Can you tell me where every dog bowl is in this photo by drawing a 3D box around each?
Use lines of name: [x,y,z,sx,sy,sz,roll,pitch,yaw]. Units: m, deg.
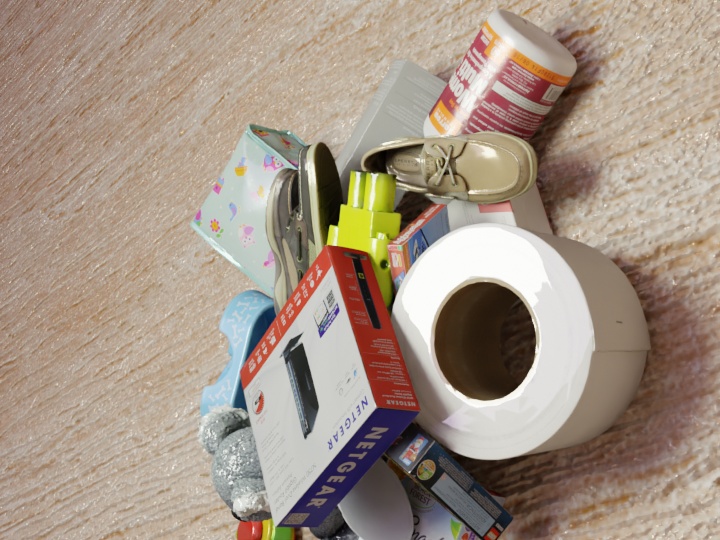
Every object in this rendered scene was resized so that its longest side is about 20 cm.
dog bowl: [-0.139,0.128,1.447,0.049,0.111,0.203,8,81,40]

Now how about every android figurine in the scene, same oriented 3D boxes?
android figurine: [0.000,0.000,1.132,0.182,0.040,0.203,-153,70,-72]

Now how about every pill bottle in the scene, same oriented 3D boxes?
pill bottle: [0.135,-0.167,1.201,0.201,0.109,0.110,-57,38,24]

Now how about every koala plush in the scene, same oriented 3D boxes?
koala plush: [-0.083,0.225,1.242,0.185,0.198,0.178,-56,38,19]

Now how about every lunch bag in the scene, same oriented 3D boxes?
lunch bag: [-0.095,-0.065,1.454,0.200,0.122,0.171,40,109,21]

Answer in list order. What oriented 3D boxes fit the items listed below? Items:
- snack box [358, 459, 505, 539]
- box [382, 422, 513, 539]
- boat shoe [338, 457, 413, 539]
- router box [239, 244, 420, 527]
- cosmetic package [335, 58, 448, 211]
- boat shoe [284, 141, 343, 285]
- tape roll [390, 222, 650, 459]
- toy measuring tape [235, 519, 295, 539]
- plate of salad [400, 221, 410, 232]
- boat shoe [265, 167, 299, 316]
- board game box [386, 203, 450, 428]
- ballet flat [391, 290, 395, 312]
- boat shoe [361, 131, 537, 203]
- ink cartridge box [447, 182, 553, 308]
snack box: [0.055,0.298,1.149,0.142,0.053,0.202,21,89,53]
box: [0.045,0.171,1.070,0.038,0.137,0.200,-49,33,-6]
boat shoe: [-0.016,0.206,1.159,0.070,0.066,0.200,-43,74,-6]
router box: [-0.036,0.110,1.041,0.201,0.048,0.181,-54,41,37]
cosmetic package: [0.030,-0.144,1.314,0.202,0.089,0.107,-62,10,9]
boat shoe: [-0.054,-0.042,1.243,0.065,0.072,0.203,2,115,22]
tape roll: [0.142,0.064,1.012,0.201,0.138,0.206,-3,85,34]
toy measuring tape: [-0.096,0.336,1.326,0.200,0.073,0.074,42,108,52]
plate of salad: [0.013,0.035,1.330,0.199,0.048,0.203,-28,54,45]
boat shoe: [-0.066,-0.027,1.356,0.072,0.075,0.203,5,116,20]
board game box: [0.071,0.048,1.103,0.019,0.103,0.203,3,115,28]
ballet flat: [0.046,0.081,1.166,0.067,0.068,0.201,35,132,13]
boat shoe: [0.087,-0.104,1.132,0.198,0.065,0.073,10,106,42]
ink cartridge box: [0.112,-0.004,1.195,0.199,0.067,0.118,-38,51,37]
